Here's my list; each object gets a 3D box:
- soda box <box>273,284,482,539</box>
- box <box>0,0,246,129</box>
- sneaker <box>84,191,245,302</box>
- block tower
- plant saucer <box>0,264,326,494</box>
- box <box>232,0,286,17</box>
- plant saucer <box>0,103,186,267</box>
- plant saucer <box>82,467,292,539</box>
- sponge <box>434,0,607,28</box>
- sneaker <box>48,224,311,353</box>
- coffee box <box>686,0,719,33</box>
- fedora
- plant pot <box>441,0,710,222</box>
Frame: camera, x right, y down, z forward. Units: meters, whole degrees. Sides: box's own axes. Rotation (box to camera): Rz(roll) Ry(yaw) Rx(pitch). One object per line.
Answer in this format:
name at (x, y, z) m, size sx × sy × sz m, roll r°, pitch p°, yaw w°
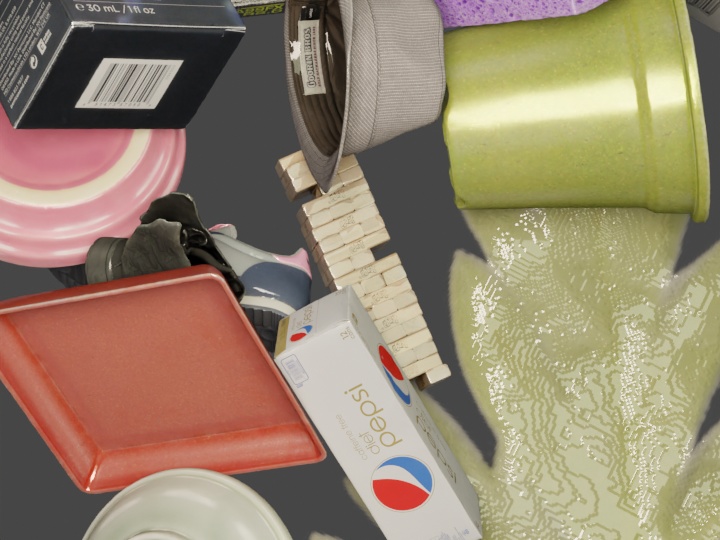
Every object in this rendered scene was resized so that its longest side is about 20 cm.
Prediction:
soda box at (0.014, 0.115, 1.695) m, size 0.064 × 0.068 × 0.200 m, roll -27°, pitch 110°, yaw 11°
box at (-0.199, -0.206, 1.661) m, size 0.148 × 0.107 × 0.200 m, roll -4°, pitch 52°, yaw -41°
sneaker at (-0.125, 0.030, 1.667) m, size 0.200 × 0.104 × 0.060 m, roll 63°, pitch 38°, yaw -35°
block tower at (0.000, 0.000, 1.757) m, size 0.058 × 0.054 × 0.200 m, roll -24°, pitch 86°, yaw -9°
plant saucer at (-0.146, 0.072, 1.649) m, size 0.199 × 0.200 × 0.037 m, roll -10°, pitch 43°, yaw 20°
box at (-0.111, -0.291, 1.785) m, size 0.160 × 0.044 × 0.201 m, roll -7°, pitch 84°, yaw -8°
plant saucer at (-0.226, -0.101, 1.711) m, size 0.200 × 0.051 × 0.201 m, roll 2°, pitch 62°, yaw -4°
plant saucer at (-0.134, 0.238, 1.659) m, size 0.200 × 0.050 × 0.201 m, roll -4°, pitch 80°, yaw 26°
sponge at (0.122, -0.213, 1.717) m, size 0.111 × 0.200 × 0.030 m, roll -33°, pitch 112°, yaw -33°
sneaker at (-0.132, -0.003, 1.744) m, size 0.200 × 0.070 × 0.082 m, roll 18°, pitch 53°, yaw -1°
coffee box at (0.265, -0.326, 1.759) m, size 0.199 × 0.200 × 0.198 m, roll 30°, pitch 79°, yaw -3°
fedora at (0.008, -0.151, 1.687) m, size 0.090 × 0.200 × 0.177 m, roll -2°, pitch 119°, yaw -15°
plant pot at (0.150, -0.122, 1.736) m, size 0.184 × 0.200 × 0.201 m, roll -8°, pitch 84°, yaw 3°
